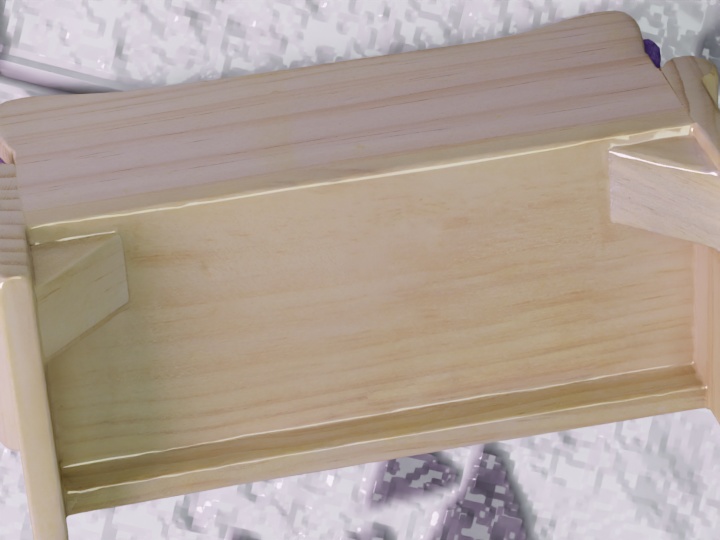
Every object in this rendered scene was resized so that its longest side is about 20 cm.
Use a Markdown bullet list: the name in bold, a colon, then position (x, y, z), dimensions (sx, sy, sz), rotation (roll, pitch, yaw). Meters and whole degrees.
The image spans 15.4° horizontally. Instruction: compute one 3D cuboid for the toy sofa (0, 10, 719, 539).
- **toy sofa**: position (0.000, 0.000, 0.693), dimensions (0.199, 0.098, 0.083), rotation (-9, 120, -8)
